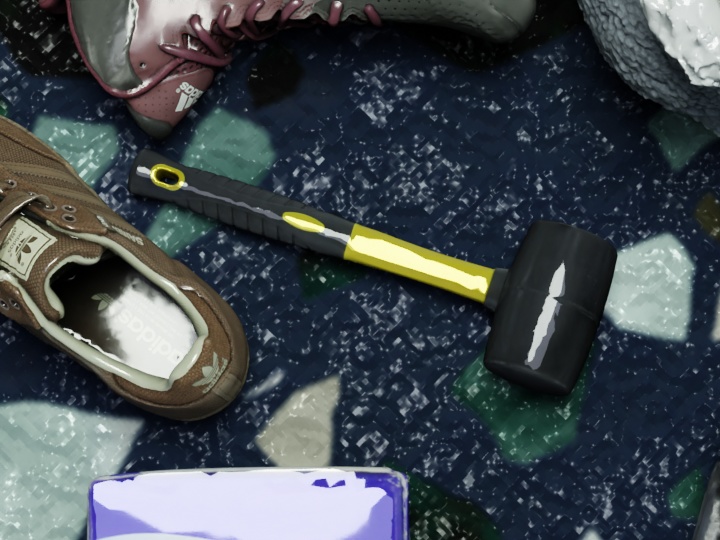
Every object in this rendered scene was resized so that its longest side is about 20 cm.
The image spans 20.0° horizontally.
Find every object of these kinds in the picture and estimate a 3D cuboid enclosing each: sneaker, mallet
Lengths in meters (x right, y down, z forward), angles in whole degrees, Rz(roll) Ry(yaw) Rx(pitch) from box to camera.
[{"bbox_3d":[-0.037,-0.097,0.814,0.199,0.076,0.116,21,87,13],"label":"sneaker"},{"bbox_3d":[0.000,0.000,0.814,0.199,0.041,0.066,11,78,5],"label":"mallet"},{"bbox_3d":[-0.127,-0.015,0.792,0.199,0.076,0.071,32,83,3],"label":"sneaker"}]

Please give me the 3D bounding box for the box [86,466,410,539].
[{"bbox_3d":[-0.032,0.172,0.712,0.104,0.184,0.201,-2,82,0],"label":"box"}]

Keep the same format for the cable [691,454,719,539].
[{"bbox_3d":[0.212,0.105,0.793,0.162,0.051,0.201,18,81,2],"label":"cable"}]

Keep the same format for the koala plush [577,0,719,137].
[{"bbox_3d":[0.116,-0.146,0.777,0.183,0.177,0.201,-22,83,8],"label":"koala plush"}]
